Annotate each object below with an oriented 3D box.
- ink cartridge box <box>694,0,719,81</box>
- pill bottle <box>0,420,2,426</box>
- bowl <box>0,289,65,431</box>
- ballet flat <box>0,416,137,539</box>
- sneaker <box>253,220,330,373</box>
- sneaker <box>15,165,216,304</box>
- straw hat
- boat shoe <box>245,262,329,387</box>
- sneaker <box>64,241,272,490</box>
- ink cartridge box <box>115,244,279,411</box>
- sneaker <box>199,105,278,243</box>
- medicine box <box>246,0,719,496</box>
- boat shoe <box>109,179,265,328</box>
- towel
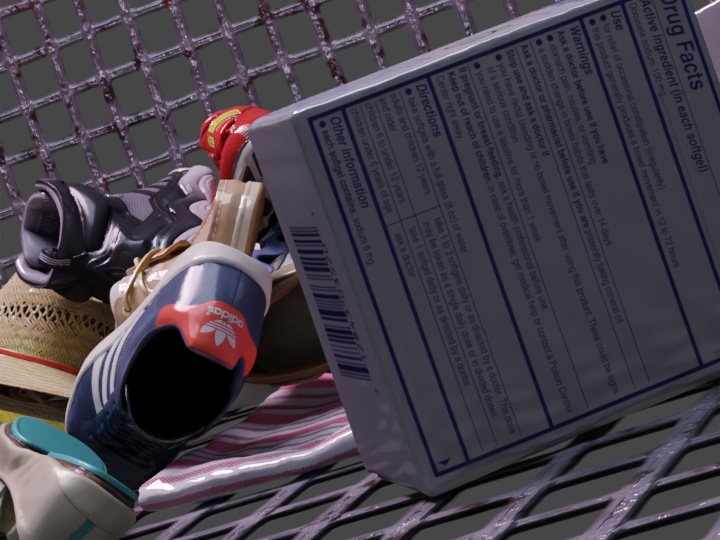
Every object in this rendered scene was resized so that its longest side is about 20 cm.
[{"bbox_3d":[0.227,-0.118,1.853,0.145,0.083,0.200,-28,-2,31],"label":"ink cartridge box"},{"bbox_3d":[-0.261,0.112,1.686,0.112,0.113,0.200,-22,6,-19],"label":"pill bottle"},{"bbox_3d":[-0.275,0.077,2.125,0.199,0.108,0.200,-19,5,2],"label":"bowl"},{"bbox_3d":[-0.163,0.120,1.538,0.069,0.070,0.200,-21,7,-10],"label":"ballet flat"},{"bbox_3d":[0.000,0.001,1.767,0.200,0.115,0.081,-54,-20,-16],"label":"sneaker"},{"bbox_3d":[-0.149,-0.028,1.805,0.113,0.076,0.200,13,15,-7],"label":"sneaker"},{"bbox_3d":[-0.194,0.042,1.828,0.200,0.086,0.201,11,-8,1],"label":"straw hat"},{"bbox_3d":[0.006,0.015,1.625,0.199,0.076,0.074,-31,6,31],"label":"boat shoe"},{"bbox_3d":[-0.113,0.073,1.597,0.085,0.075,0.200,-78,15,-45],"label":"sneaker"},{"bbox_3d":[-0.086,0.038,1.924,0.199,0.088,0.145,-18,7,40],"label":"ink cartridge box"},{"bbox_3d":[-0.066,-0.066,1.828,0.077,0.085,0.200,-54,-9,1],"label":"sneaker"},{"bbox_3d":[0.076,-0.019,1.366,0.199,0.183,0.103,-21,6,-14],"label":"medicine box"},{"bbox_3d":[-0.109,0.027,1.667,0.074,0.069,0.201,-75,8,-57],"label":"boat shoe"},{"bbox_3d":[-0.022,0.077,1.601,0.146,0.030,0.200,-19,6,25],"label":"towel"}]
